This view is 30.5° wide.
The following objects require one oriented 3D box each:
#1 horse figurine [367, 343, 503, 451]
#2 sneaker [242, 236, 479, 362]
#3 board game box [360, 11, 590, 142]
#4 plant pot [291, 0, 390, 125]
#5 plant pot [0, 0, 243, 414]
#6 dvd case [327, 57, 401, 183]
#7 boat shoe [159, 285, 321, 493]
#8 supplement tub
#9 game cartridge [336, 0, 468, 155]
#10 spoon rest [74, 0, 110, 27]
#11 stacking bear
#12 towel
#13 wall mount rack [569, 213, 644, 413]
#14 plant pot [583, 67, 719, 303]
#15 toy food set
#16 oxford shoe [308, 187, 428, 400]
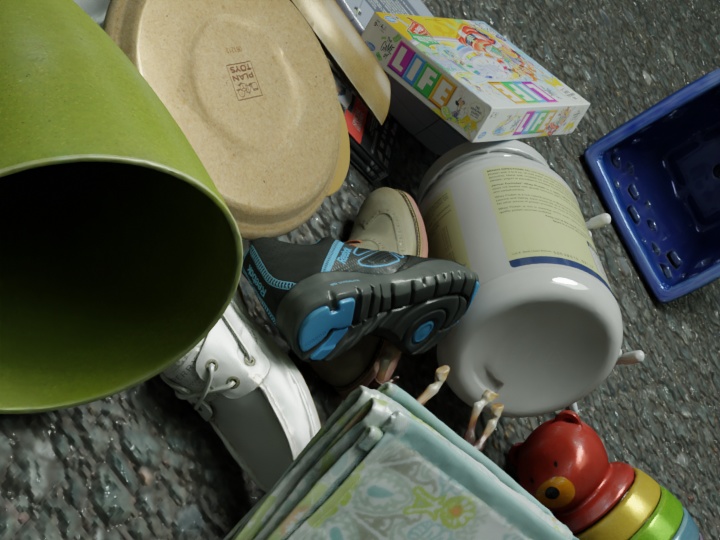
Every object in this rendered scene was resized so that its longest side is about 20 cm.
[{"bbox_3d":[0.046,0.136,0.934,0.199,0.050,0.134,33,75,-45],"label":"horse figurine"},{"bbox_3d":[0.007,0.007,0.874,0.082,0.074,0.199,44,23,29],"label":"sneaker"},{"bbox_3d":[0.101,-0.166,1.131,0.134,0.034,0.199,42,26,20],"label":"board game box"},{"bbox_3d":[-0.035,-0.198,0.997,0.201,0.027,0.200,52,3,-4],"label":"plant pot"},{"bbox_3d":[-0.178,-0.061,0.704,0.186,0.187,0.201,22,34,-45],"label":"plant pot"},{"bbox_3d":[-0.035,-0.187,1.121,0.200,0.022,0.147,45,35,-26],"label":"dvd case"},{"bbox_3d":[-0.094,0.056,0.812,0.069,0.071,0.201,-13,67,-56],"label":"boat shoe"},{"bbox_3d":[0.118,0.001,1.059,0.145,0.145,0.201,37,26,-32],"label":"supplement tub"},{"bbox_3d":[0.032,-0.202,1.176,0.200,0.041,0.134,47,39,-22],"label":"game cartridge"},{"bbox_3d":[-0.183,-0.165,0.877,0.100,0.060,0.200,66,19,5],"label":"spoon rest"},{"bbox_3d":[0.206,0.208,1.083,0.201,0.121,0.114,50,35,-4],"label":"stacking bear"},{"bbox_3d":[0.020,0.178,0.793,0.200,0.171,0.048,39,6,-29],"label":"towel"},{"bbox_3d":[0.195,0.025,1.174,0.174,0.074,0.203,14,62,-83],"label":"wall mount rack"},{"bbox_3d":[0.399,-0.103,1.511,0.202,0.199,0.179,63,27,5],"label":"plant pot"},{"bbox_3d":[-0.088,-0.116,0.852,0.200,0.048,0.199,-43,106,-44],"label":"toy food set"},{"bbox_3d":[0.000,0.000,0.982,0.074,0.070,0.201,39,38,-26],"label":"oxford shoe"}]
